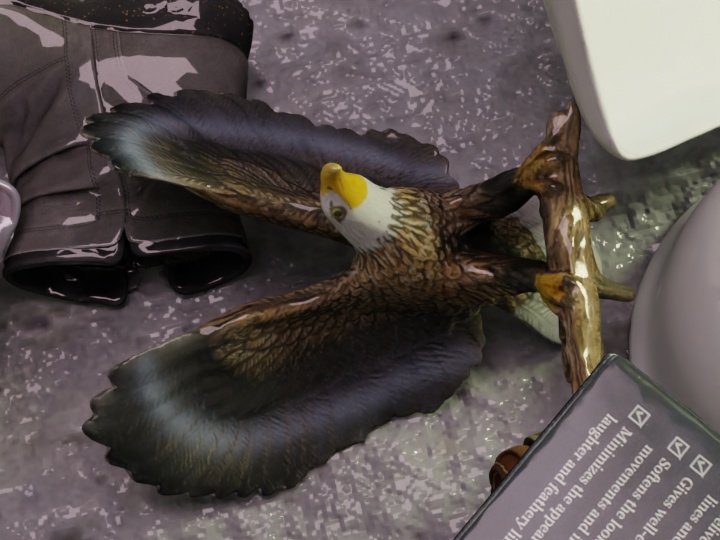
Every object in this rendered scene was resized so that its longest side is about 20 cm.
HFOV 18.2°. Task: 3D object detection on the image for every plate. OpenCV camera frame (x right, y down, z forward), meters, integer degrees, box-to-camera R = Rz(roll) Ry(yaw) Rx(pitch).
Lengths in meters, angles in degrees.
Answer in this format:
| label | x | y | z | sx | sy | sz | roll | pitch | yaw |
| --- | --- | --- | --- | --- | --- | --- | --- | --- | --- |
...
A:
| label | x | y | z | sx | sy | sz | roll | pitch | yaw |
| --- | --- | --- | --- | --- | --- | --- | --- | --- | --- |
| plate | 0.112 | -0.152 | 0.899 | 0.032 | 0.200 | 0.201 | -15 | 93 | 37 |

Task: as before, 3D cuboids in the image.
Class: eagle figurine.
| label | x | y | z | sx | sy | sz | roll | pitch | yaw |
| --- | --- | --- | --- | --- | --- | --- | --- | --- | --- |
| eagle figurine | -0.003 | -0.005 | 0.879 | 0.199 | 0.152 | 0.152 | -10 | 31 | 21 |

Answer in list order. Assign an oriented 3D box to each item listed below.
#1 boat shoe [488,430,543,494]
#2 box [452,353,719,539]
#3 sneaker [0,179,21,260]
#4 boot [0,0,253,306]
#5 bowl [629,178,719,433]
| label | x | y | z | sx | sy | sz | roll | pitch | yaw |
| --- | --- | --- | --- | --- | --- | --- | --- | --- | --- |
| boat shoe | 0.076 | 0.152 | 0.811 | 0.068 | 0.072 | 0.201 | -17 | 60 | -5 |
| box | 0.107 | 0.154 | 0.720 | 0.200 | 0.107 | 0.149 | 39 | 74 | 13 |
| sneaker | -0.202 | -0.058 | 0.902 | 0.112 | 0.071 | 0.201 | -5 | 102 | 23 |
| boot | -0.143 | -0.053 | 0.958 | 0.198 | 0.070 | 0.133 | -2 | 67 | 12 |
| bowl | 0.205 | 0.012 | 0.868 | 0.199 | 0.091 | 0.202 | -3 | 59 | 4 |
